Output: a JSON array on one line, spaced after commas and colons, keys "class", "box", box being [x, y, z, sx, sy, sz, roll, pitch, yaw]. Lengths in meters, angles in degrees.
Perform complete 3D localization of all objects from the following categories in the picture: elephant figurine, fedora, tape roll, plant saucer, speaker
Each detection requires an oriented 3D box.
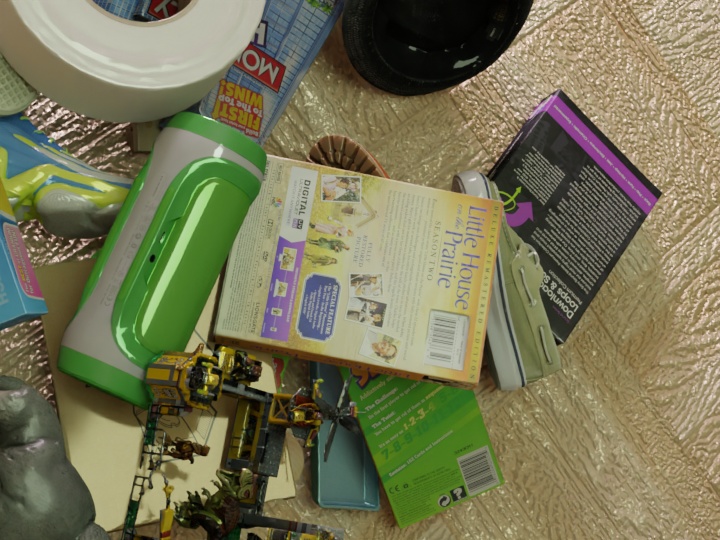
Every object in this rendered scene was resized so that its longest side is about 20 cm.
[{"class": "elephant figurine", "box": [-0.290, 0.165, 0.963, 0.199, 0.155, 0.142, -24, 108, -29]}, {"class": "fedora", "box": [0.054, -0.247, 1.252, 0.200, 0.201, 0.092, -8, 48, -30]}, {"class": "tape roll", "box": [-0.171, -0.213, 1.050, 0.202, 0.071, 0.203, 6, 73, -22]}, {"class": "plant saucer", "box": [-0.015, 0.094, 1.180, 0.070, 0.019, 0.201, 13, 71, -44]}, {"class": "speaker", "box": [-0.139, -0.007, 1.025, 0.088, 0.088, 0.201, 28, 79, -20]}]

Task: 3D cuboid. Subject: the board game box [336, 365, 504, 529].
[{"class": "board game box", "box": [0.042, 0.102, 1.149, 0.095, 0.030, 0.201, -22, 115, -6]}]

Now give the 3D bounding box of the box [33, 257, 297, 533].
[{"class": "box", "box": [-0.144, 0.083, 1.067, 0.163, 0.021, 0.201, -9, 79, -13]}]

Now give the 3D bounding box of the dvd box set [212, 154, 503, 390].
[{"class": "dvd box set", "box": [0.000, 0.000, 1.082, 0.199, 0.029, 0.147, 10, 74, -5]}]

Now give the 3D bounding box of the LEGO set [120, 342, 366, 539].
[{"class": "LEGO set", "box": [-0.074, 0.147, 0.969, 0.154, 0.116, 0.201, 33, 65, -46]}]

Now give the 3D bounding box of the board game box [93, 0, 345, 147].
[{"class": "board game box", "box": [-0.124, -0.175, 1.153, 0.200, 0.062, 0.201, 29, 65, -34]}]

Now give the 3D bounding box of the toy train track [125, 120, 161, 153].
[{"class": "toy train track", "box": [-0.185, -0.192, 1.165, 0.114, 0.032, 0.201, -2, 84, -40]}]

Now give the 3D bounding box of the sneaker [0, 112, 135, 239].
[{"class": "sneaker", "box": [-0.243, -0.083, 1.069, 0.199, 0.076, 0.106, 3, 71, -17]}]

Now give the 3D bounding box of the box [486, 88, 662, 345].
[{"class": "box", "box": [0.175, -0.048, 1.319, 0.143, 0.036, 0.200, 44, 60, -11]}]

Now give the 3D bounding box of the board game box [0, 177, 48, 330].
[{"class": "board game box", "box": [-0.319, -0.038, 0.996, 0.152, 0.040, 0.201, -21, 86, 9]}]

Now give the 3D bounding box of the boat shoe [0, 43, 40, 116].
[{"class": "boat shoe", "box": [-0.264, -0.197, 1.089, 0.074, 0.062, 0.201, 16, 57, -31]}]

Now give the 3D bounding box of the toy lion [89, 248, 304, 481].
[{"class": "toy lion", "box": [-0.131, 0.062, 1.115, 0.191, 0.069, 0.201, 14, 71, -17]}]

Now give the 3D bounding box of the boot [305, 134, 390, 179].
[{"class": "boot", "box": [0.025, -0.026, 1.206, 0.201, 0.075, 0.107, 61, 24, -4]}]

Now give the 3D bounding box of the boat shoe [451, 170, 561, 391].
[{"class": "boat shoe", "box": [0.123, 0.005, 1.227, 0.062, 0.072, 0.201, -16, 113, -5]}]
